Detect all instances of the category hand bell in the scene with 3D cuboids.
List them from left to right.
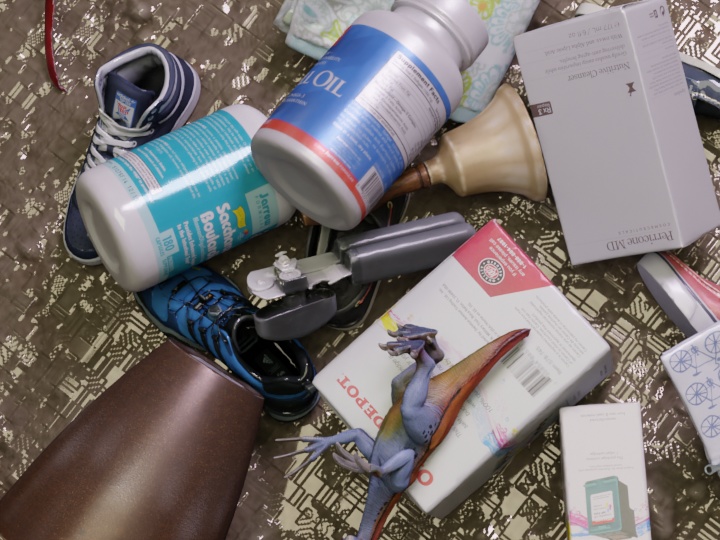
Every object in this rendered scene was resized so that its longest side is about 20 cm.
[{"bbox_3d":[0.045,-0.076,1.720,0.200,0.104,0.104,-19,78,-7],"label":"hand bell"}]

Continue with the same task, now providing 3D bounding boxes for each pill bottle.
[{"bbox_3d":[-0.129,-0.069,1.723,0.200,0.111,0.111,-26,78,-17],"label":"pill bottle"},{"bbox_3d":[0.012,-0.139,1.666,0.112,0.112,0.200,36,71,11],"label":"pill bottle"}]

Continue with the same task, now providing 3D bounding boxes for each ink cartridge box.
[{"bbox_3d":[0.086,0.086,1.682,0.200,0.145,0.145,-41,78,-1],"label":"ink cartridge box"},{"bbox_3d":[0.200,0.212,1.661,0.067,0.116,0.200,-4,80,5],"label":"ink cartridge box"}]

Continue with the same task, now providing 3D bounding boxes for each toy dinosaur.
[{"bbox_3d":[0.035,0.140,1.567,0.200,0.105,0.182,0,102,-4],"label":"toy dinosaur"}]

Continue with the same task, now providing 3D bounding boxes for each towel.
[{"bbox_3d":[0.046,-0.236,1.748,0.200,0.048,0.171,24,111,-2],"label":"towel"}]

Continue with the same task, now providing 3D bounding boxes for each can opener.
[{"bbox_3d":[0.000,0.000,1.706,0.200,0.053,0.067,-18,119,-13],"label":"can opener"}]

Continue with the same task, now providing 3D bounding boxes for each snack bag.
[{"bbox_3d":[0.356,0.109,1.653,0.188,0.021,0.200,-28,104,-8],"label":"snack bag"}]

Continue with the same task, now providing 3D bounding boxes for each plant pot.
[{"bbox_3d":[-0.170,0.163,1.672,0.187,0.187,0.200,32,89,11],"label":"plant pot"}]

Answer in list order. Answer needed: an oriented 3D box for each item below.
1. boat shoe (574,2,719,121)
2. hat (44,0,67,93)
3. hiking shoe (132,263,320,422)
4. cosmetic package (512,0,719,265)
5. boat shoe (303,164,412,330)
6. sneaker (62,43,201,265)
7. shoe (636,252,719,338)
[{"bbox_3d":[0.256,-0.157,1.740,0.200,0.075,0.062,31,83,12],"label":"boat shoe"},{"bbox_3d":[-0.306,-0.306,1.863,0.166,0.176,0.200,14,45,11],"label":"hat"},{"bbox_3d":[-0.110,0.041,1.737,0.200,0.087,0.074,37,69,8],"label":"hiking shoe"},{"bbox_3d":[0.211,-0.113,1.688,0.113,0.081,0.200,-12,96,37],"label":"cosmetic package"},{"bbox_3d":[-0.002,-0.051,1.761,0.074,0.063,0.202,11,80,11],"label":"boat shoe"},{"bbox_3d":[-0.209,-0.104,1.769,0.070,0.109,0.200,26,84,11],"label":"sneaker"},{"bbox_3d":[0.325,0.041,1.703,0.091,0.071,0.200,-42,83,-3],"label":"shoe"}]
